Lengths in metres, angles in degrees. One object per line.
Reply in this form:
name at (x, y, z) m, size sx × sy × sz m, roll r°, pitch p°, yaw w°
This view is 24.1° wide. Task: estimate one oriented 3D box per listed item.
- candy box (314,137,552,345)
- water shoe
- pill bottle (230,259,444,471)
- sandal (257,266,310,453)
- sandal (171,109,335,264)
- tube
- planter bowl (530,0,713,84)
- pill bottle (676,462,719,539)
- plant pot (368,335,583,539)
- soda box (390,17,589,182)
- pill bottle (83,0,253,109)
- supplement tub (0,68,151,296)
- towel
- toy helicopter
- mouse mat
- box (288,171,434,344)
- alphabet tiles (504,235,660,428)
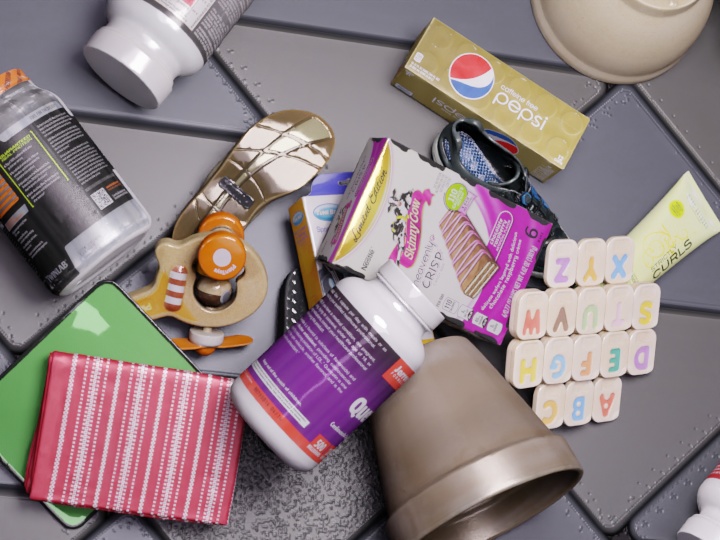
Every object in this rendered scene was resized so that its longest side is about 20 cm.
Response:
candy box at (0.074, -0.029, 1.663) m, size 0.199 × 0.061 × 0.137 m, roll 25°, pitch 86°, yaw -18°
water shoe at (0.151, -0.071, 1.745) m, size 0.200 × 0.079 × 0.072 m, roll 46°, pitch 73°, yaw -2°
pill bottle at (-0.019, 0.086, 1.576) m, size 0.200 × 0.112 × 0.113 m, roll -43°, pitch 91°, yaw 0°
sandal at (-0.062, 0.094, 1.686) m, size 0.075 × 0.048 × 0.202 m, roll 18°, pitch 63°, yaw -14°
sandal at (-0.113, -0.087, 1.703) m, size 0.200 × 0.054 × 0.080 m, roll -45°, pitch 98°, yaw -2°
tube at (0.302, -0.018, 1.789) m, size 0.200 × 0.058 × 0.052 m, roll -39°, pitch 57°, yaw -20°
planter bowl at (0.297, -0.313, 1.797) m, size 0.199 × 0.135 × 0.202 m, roll 2°, pitch 80°, yaw -13°
pill bottle at (0.421, 0.227, 1.738) m, size 0.112 × 0.112 × 0.200 m, roll 46°, pitch 73°, yaw -2°
plant pot at (0.090, 0.168, 1.645) m, size 0.199 × 0.200 × 0.174 m, roll -21°, pitch 68°, yaw -16°
soda box at (0.137, -0.178, 1.770) m, size 0.199 × 0.064 × 0.068 m, roll 32°, pitch 74°, yaw -6°
pill bottle at (-0.181, -0.268, 1.684) m, size 0.116 × 0.116 × 0.200 m, roll 37°, pitch 73°, yaw -4°
supplement tub at (-0.303, -0.086, 1.617) m, size 0.122 × 0.123 × 0.200 m, roll -37°, pitch 90°, yaw -17°
towel at (-0.213, 0.161, 1.612) m, size 0.199 × 0.022 × 0.146 m, roll 10°, pitch 90°, yaw -9°
toy helicopter at (-0.186, 0.035, 1.651) m, size 0.199 × 0.079 × 0.133 m, roll -18°, pitch 110°, yaw 0°
mouse mat at (-0.260, 0.129, 1.618) m, size 0.200 × 0.008 × 0.161 m, roll -43°, pitch 97°, yaw -3°
box at (0.000, 0.000, 1.698) m, size 0.118 × 0.041 × 0.201 m, roll -4°, pitch 73°, yaw -30°
alphabet tiles at (0.230, 0.064, 1.719) m, size 0.199 × 0.015 × 0.197 m, roll -3°, pitch 103°, yaw -36°
